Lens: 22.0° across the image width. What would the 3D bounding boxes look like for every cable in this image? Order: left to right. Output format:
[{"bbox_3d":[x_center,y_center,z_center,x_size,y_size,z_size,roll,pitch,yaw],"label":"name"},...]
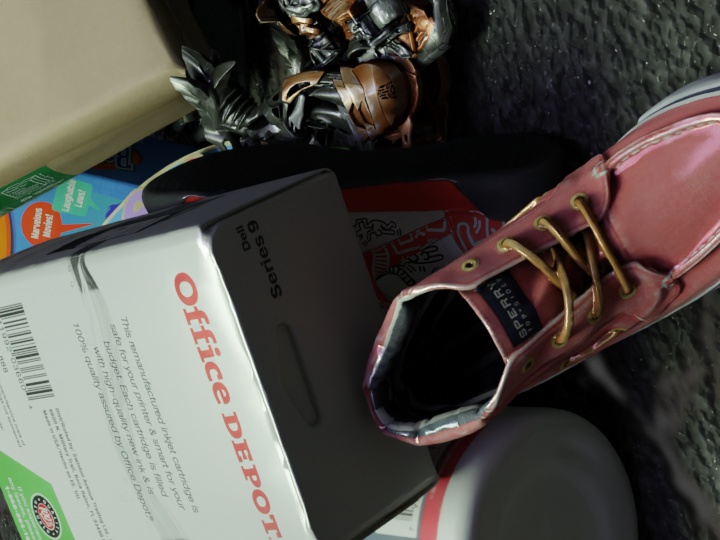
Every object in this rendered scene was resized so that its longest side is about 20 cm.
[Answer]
[{"bbox_3d":[-0.109,-0.173,1.052,0.163,0.051,0.201,35,137,55],"label":"cable"}]

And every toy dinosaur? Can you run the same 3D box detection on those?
[{"bbox_3d":[-0.007,-0.090,0.868,0.135,0.102,0.201,-5,83,42],"label":"toy dinosaur"}]

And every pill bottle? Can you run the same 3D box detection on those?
[{"bbox_3d":[0.019,0.121,0.866,0.199,0.119,0.120,-2,103,49],"label":"pill bottle"}]

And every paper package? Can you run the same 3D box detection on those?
[{"bbox_3d":[-0.196,-0.132,0.953,0.191,0.199,0.103,65,-172,7],"label":"paper package"}]

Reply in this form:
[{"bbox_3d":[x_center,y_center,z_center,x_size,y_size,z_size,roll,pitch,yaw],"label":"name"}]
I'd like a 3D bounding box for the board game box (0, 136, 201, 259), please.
[{"bbox_3d":[-0.175,-0.024,1.094,0.152,0.199,0.045,110,170,-49],"label":"board game box"}]

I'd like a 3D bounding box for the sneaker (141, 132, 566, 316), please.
[{"bbox_3d":[0.000,0.000,0.839,0.200,0.067,0.109,-2,115,19],"label":"sneaker"}]

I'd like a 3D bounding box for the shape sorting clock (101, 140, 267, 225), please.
[{"bbox_3d":[-0.090,0.017,0.957,0.039,0.200,0.200,37,-177,-47],"label":"shape sorting clock"}]

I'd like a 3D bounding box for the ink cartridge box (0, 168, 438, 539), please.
[{"bbox_3d":[-0.080,0.051,0.801,0.199,0.084,0.147,-11,102,44],"label":"ink cartridge box"}]

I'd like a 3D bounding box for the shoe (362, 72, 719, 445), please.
[{"bbox_3d":[0.084,0.002,0.705,0.200,0.091,0.072,-40,83,40],"label":"shoe"}]

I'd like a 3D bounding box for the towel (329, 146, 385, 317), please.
[{"bbox_3d":[0.013,0.054,0.969,0.149,0.031,0.201,41,138,43],"label":"towel"}]
